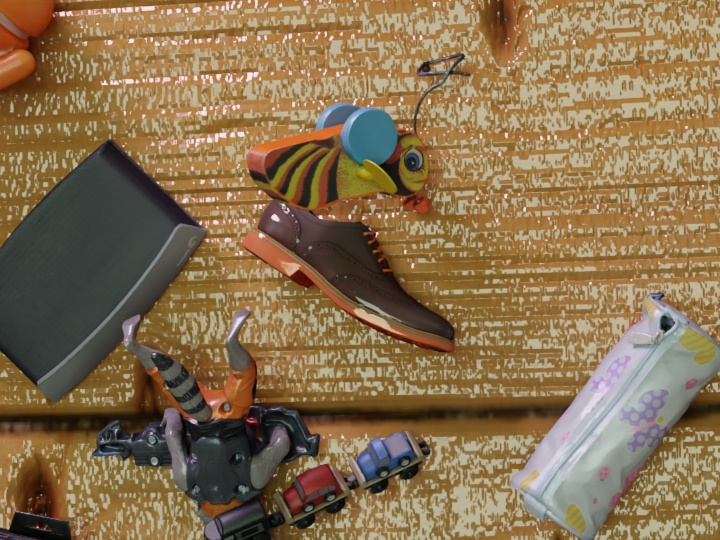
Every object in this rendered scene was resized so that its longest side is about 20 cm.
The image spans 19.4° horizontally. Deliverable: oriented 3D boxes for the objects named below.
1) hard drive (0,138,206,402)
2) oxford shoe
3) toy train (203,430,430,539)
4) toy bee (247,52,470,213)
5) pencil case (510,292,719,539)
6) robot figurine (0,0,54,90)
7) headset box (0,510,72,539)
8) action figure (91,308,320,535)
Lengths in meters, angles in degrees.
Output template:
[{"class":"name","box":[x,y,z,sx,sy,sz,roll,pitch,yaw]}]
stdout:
[{"class":"hard drive","box":[-0.242,-0.001,1.795,0.135,0.042,0.200,43,95,11]},{"class":"oxford shoe","box":[0.000,0.000,1.732,0.200,0.071,0.073,31,88,12]},{"class":"toy train","box":[-0.036,0.180,1.715,0.200,0.046,0.034,-24,47,-7]},{"class":"toy bee","box":[0.014,-0.086,1.715,0.200,0.131,0.109,-20,107,-1]},{"class":"pencil case","box":[0.206,0.117,1.670,0.083,0.091,0.200,37,95,11]},{"class":"robot figurine","box":[-0.343,-0.212,1.793,0.200,0.144,0.117,-41,118,7]},{"class":"headset box","box":[-0.280,0.305,1.767,0.148,0.077,0.200,10,90,12]},{"class":"action figure","box":[-0.145,0.132,1.727,0.200,0.105,0.194,-9,113,16]}]
